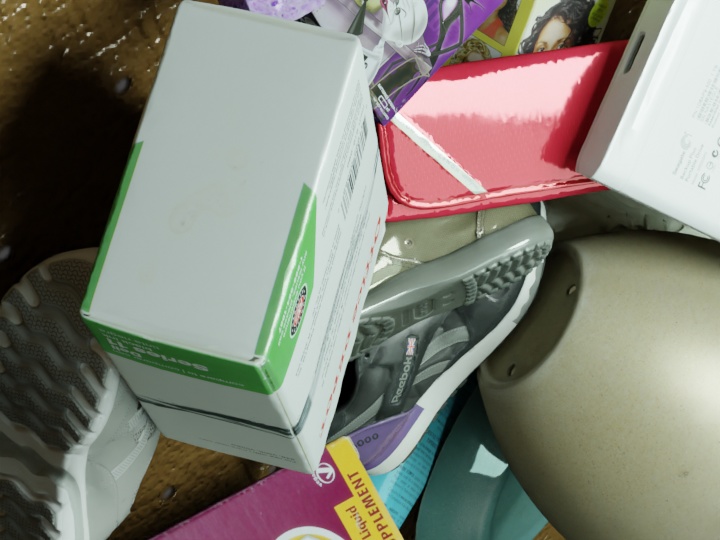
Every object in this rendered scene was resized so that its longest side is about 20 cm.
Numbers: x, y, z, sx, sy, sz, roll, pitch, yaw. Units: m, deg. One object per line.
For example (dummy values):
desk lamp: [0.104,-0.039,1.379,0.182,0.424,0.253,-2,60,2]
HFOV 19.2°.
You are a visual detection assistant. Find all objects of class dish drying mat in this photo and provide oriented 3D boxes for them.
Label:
dish drying mat: [0.099,-0.074,1.086,0.198,0.018,0.077,-9,104,-18]

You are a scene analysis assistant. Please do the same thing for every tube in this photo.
tube: [0.015,0.125,1.271,0.201,0.050,0.077,-56,161,-6]

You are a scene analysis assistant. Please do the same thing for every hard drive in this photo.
hard drive: [0.217,-0.074,1.110,0.199,0.027,0.133,23,93,-28]

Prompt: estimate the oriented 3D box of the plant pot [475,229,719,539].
plant pot: [0.143,0.057,1.193,0.134,0.200,0.201,30,96,-24]

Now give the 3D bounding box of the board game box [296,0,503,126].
board game box: [0.004,-0.172,0.970,0.120,0.032,0.200,-50,137,-13]

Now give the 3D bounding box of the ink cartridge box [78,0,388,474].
ink cartridge box: [-0.048,-0.007,0.940,0.200,0.082,0.148,76,28,-70]

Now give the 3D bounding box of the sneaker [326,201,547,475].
sneaker: [0.026,0.025,1.163,0.087,0.076,0.201,16,109,-49]

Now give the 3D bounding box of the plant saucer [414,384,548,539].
plant saucer: [0.107,0.113,1.350,0.200,0.036,0.201,-43,151,-31]

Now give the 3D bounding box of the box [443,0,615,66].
box: [0.100,-0.160,1.109,0.075,0.050,0.201,-9,126,-47]

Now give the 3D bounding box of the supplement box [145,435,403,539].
supplement box: [-0.069,0.191,1.108,0.199,0.132,0.103,-26,172,-37]

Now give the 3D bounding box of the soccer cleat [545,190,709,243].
soccer cleat: [0.172,-0.019,1.302,0.199,0.077,0.070,-2,122,-50]

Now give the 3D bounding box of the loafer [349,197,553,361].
loafer: [0.000,0.000,1.109,0.199,0.070,0.075,-22,162,-13]

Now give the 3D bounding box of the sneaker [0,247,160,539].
sneaker: [-0.131,0.059,1.014,0.082,0.075,0.201,-35,154,-41]

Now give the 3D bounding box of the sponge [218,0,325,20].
sponge: [-0.027,-0.209,0.879,0.111,0.030,0.201,-30,128,-25]
